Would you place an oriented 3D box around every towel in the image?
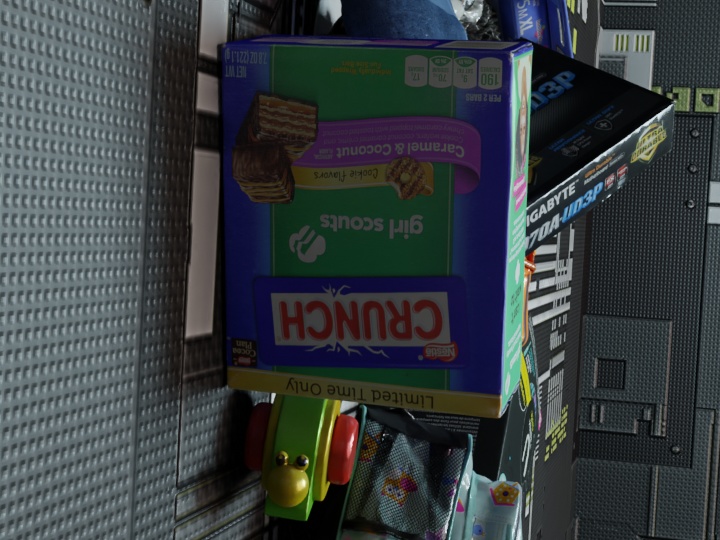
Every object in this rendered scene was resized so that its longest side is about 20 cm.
[{"bbox_3d":[0.028,-0.163,0.922,0.111,0.048,0.202,20,48,-51],"label":"towel"}]

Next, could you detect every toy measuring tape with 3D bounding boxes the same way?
[{"bbox_3d":[-0.031,0.094,0.905,0.200,0.073,0.075,-65,156,-75],"label":"toy measuring tape"}]

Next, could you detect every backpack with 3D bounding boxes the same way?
[{"bbox_3d":[0.023,0.220,0.963,0.177,0.152,0.201,103,10,-56],"label":"backpack"}]

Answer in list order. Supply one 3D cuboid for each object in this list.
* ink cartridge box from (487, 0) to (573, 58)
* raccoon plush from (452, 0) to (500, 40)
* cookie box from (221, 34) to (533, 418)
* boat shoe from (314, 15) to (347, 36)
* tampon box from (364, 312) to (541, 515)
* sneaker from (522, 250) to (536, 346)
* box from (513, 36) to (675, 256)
[{"bbox_3d":[0.117,-0.246,1.228,0.201,0.042,0.120,55,-13,40],"label":"ink cartridge box"},{"bbox_3d":[0.060,-0.223,1.217,0.200,0.096,0.135,-131,-157,-68],"label":"raccoon plush"},{"bbox_3d":[0.010,-0.029,0.819,0.075,0.169,0.203,-35,127,-68],"label":"cookie box"},{"bbox_3d":[0.013,-0.142,0.995,0.200,0.074,0.074,-42,134,-71],"label":"boat shoe"},{"bbox_3d":[0.073,0.152,1.194,0.151,0.125,0.201,78,22,-45],"label":"tampon box"},{"bbox_3d":[0.126,-0.040,1.139,0.077,0.111,0.202,28,45,-54],"label":"sneaker"},{"bbox_3d":[0.116,-0.094,1.080,0.199,0.158,0.046,-34,136,-30],"label":"box"}]
